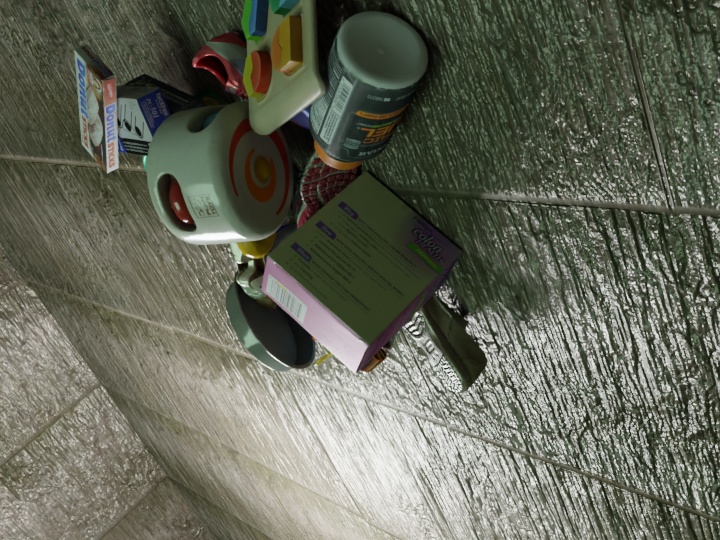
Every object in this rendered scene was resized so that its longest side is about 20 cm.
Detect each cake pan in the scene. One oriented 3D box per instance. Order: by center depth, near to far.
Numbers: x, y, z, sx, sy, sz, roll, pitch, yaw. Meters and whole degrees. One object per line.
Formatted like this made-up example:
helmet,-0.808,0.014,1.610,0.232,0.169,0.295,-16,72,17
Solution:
cake pan,-0.152,0.084,1.447,0.037,0.200,0.200,-34,101,21

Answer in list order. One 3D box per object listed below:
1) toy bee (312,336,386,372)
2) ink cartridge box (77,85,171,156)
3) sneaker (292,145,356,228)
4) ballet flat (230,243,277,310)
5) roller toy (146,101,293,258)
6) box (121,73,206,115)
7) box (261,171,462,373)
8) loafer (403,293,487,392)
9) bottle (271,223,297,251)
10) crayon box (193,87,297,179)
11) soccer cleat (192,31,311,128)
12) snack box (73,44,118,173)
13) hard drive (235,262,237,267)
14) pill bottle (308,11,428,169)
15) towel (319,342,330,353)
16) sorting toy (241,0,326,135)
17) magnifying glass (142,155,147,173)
toy bee,-0.046,0.107,1.433,0.200,0.109,0.131,24,111,-1
ink cartridge box,-0.344,-0.224,1.295,0.200,0.044,0.094,16,133,48
sneaker,-0.063,-0.122,1.231,0.200,0.080,0.075,113,141,-51
ballet flat,-0.173,-0.015,1.344,0.070,0.065,0.201,3,120,26
roller toy,-0.178,-0.126,1.155,0.139,0.201,0.182,-3,167,29
box,-0.279,-0.188,1.340,0.158,0.051,0.200,30,145,35
box,0.000,0.000,1.161,0.176,0.200,0.097,40,151,11
loafer,0.113,0.079,1.252,0.200,0.068,0.076,60,152,10
bottle,-0.114,-0.036,1.394,0.200,0.084,0.065,4,130,51
crayon box,-0.195,-0.174,1.355,0.200,0.058,0.119,44,151,8
soccer cleat,-0.136,-0.245,1.167,0.200,0.076,0.067,41,151,13
snack box,-0.386,-0.233,1.276,0.072,0.024,0.200,47,148,18
hard drive,-0.141,0.025,1.569,0.200,0.026,0.132,42,151,8
pill bottle,0.000,-0.198,1.013,0.106,0.106,0.200,44,152,7
towel,-0.020,0.032,1.314,0.037,0.148,0.200,-106,-9,-60
sorting toy,-0.102,-0.280,1.025,0.185,0.036,0.201,-17,78,59
magnifying glass,-0.260,-0.124,1.312,0.200,0.022,0.080,30,145,28
